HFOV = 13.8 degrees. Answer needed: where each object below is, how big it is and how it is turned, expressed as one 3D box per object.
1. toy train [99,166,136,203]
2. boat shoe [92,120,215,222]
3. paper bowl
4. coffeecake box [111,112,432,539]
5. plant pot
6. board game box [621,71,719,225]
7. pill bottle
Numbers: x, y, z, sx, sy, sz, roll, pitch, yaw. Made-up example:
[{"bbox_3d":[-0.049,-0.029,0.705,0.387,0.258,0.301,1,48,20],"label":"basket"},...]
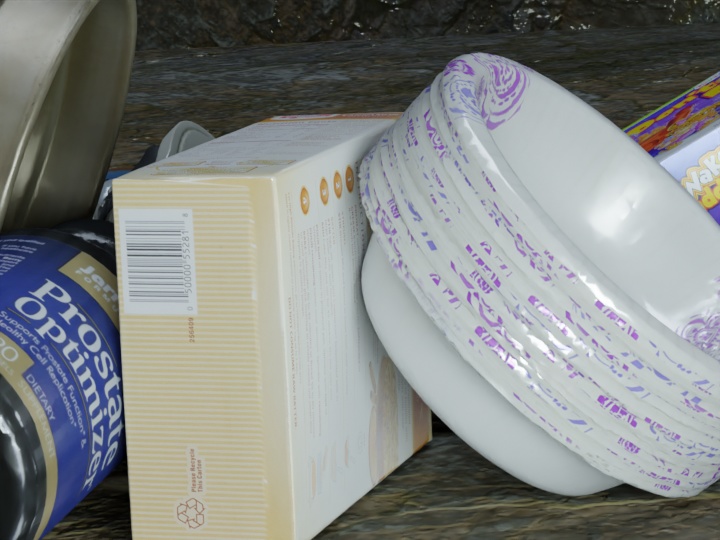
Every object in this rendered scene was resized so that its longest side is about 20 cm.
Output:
[{"bbox_3d":[-0.190,-0.021,1.734,0.200,0.087,0.114,-3,-11,28],"label":"toy train"},{"bbox_3d":[-0.108,-0.011,1.503,0.060,0.074,0.200,-41,17,22],"label":"boat shoe"},{"bbox_3d":[0.080,0.013,1.238,0.104,0.201,0.201,-45,-5,20],"label":"paper bowl"},{"bbox_3d":[-0.033,0.021,1.265,0.073,0.154,0.200,0,10,18],"label":"coffeecake box"},{"bbox_3d":[-0.218,-0.068,1.393,0.173,0.200,0.200,19,13,7],"label":"plant pot"},{"bbox_3d":[0.158,-0.050,1.411,0.200,0.045,0.134,-31,9,3],"label":"board game box"},{"bbox_3d":[-0.145,0.048,1.218,0.112,0.112,0.200,-1,18,19],"label":"pill bottle"}]
